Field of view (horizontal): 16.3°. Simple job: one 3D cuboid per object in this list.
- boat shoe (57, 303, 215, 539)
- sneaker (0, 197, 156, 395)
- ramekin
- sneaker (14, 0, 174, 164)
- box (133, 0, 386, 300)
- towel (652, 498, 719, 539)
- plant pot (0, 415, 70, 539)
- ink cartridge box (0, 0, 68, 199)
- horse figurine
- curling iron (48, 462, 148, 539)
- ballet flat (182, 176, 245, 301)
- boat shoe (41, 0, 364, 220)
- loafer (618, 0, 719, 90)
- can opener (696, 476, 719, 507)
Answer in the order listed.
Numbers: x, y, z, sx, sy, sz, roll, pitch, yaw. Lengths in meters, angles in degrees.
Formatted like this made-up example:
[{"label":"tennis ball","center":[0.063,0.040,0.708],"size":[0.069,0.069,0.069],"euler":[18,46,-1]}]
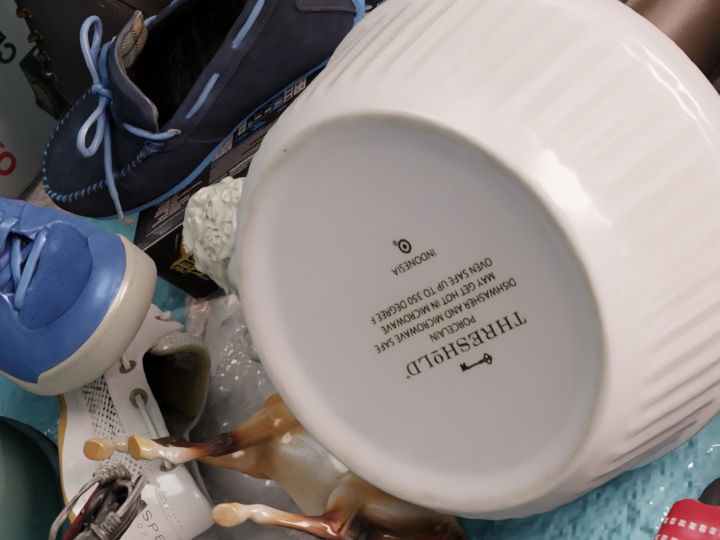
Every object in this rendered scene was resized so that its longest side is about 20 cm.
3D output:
[{"label":"boat shoe","center":[-0.097,0.050,1.110],"size":[0.069,0.071,0.201],"euler":[-25,46,8]},{"label":"sneaker","center":[-0.176,-0.009,1.073],"size":[0.200,0.111,0.077],"euler":[14,73,55]},{"label":"ramekin","center":[0.043,-0.002,0.921],"size":[0.202,0.203,0.094],"euler":[-3,20,36]},{"label":"sneaker","center":[-0.138,-0.121,1.198],"size":[0.200,0.106,0.075],"euler":[124,160,-44]},{"label":"box","center":[-0.020,-0.097,1.147],"size":[0.200,0.046,0.160],"euler":[-33,37,39]},{"label":"towel","center":[0.119,0.173,0.760],"size":[0.144,0.022,0.201],"euler":[12,66,36]},{"label":"plant pot","center":[-0.257,0.097,1.088],"size":[0.199,0.196,0.201],"euler":[-20,45,22]},{"label":"ink cartridge box","center":[-0.180,-0.154,1.290],"size":[0.083,0.146,0.200],"euler":[26,73,45]},{"label":"horse figurine","center":[-0.017,0.084,0.999],"size":[0.200,0.132,0.050],"euler":[34,123,49]},{"label":"curling iron","center":[-0.139,0.149,1.012],"size":[0.200,0.026,0.050],"euler":[-55,-7,32]},{"label":"ballet flat","center":[0.000,0.000,1.052],"size":[0.199,0.072,0.072],"euler":[3,56,29]},{"label":"boat shoe","center":[-0.086,-0.093,1.107],"size":[0.200,0.068,0.084],"euler":[-40,57,34]},{"label":"loafer","center":[0.123,-0.086,1.050],"size":[0.200,0.073,0.071],"euler":[-43,27,13]},{"label":"can opener","center":[0.163,0.077,0.889],"size":[0.063,0.079,0.200],"euler":[-6,39,27]}]
